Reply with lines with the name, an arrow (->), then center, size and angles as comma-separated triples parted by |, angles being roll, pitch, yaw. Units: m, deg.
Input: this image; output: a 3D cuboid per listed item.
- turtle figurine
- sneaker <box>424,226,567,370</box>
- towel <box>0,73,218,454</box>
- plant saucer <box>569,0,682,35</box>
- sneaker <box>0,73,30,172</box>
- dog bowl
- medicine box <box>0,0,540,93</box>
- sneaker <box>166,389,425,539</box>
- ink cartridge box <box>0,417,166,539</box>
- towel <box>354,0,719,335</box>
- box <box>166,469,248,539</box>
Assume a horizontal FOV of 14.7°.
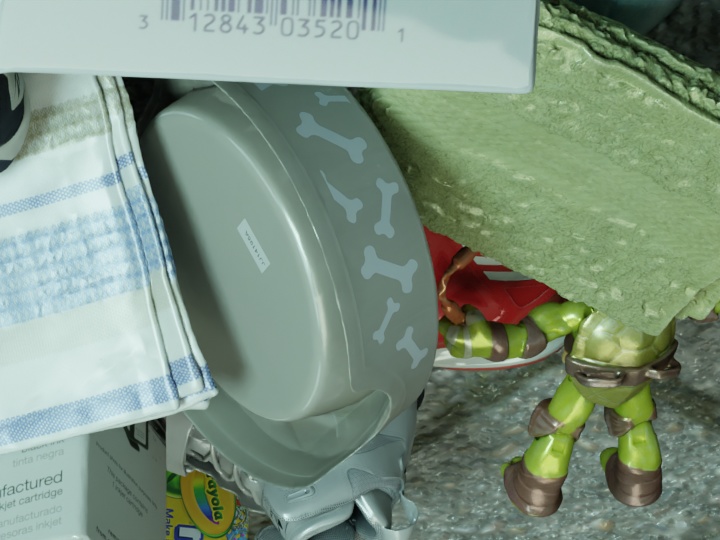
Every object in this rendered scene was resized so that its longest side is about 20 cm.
turtle figurine -> 0.125, 0.038, 1.301 | 0.200, 0.064, 0.162 | -15, 129, -26
sneaker -> 0.000, 0.000, 1.310 | 0.200, 0.078, 0.116 | -15, 135, -4
towel -> -0.153, -0.020, 1.185 | 0.147, 0.200, 0.024 | -16, -178, 15
plant saucer -> 0.052, -0.128, 1.154 | 0.200, 0.039, 0.201 | -2, 143, -1
sneaker -> -0.222, -0.054, 1.082 | 0.199, 0.080, 0.130 | -12, 167, -13
dog bowl -> -0.041, -0.009, 1.192 | 0.059, 0.200, 0.200 | -25, 153, -29
medicine box -> -0.038, -0.138, 0.984 | 0.182, 0.200, 0.103 | 2, 110, -6
sneaker -> -0.064, 0.087, 1.371 | 0.199, 0.115, 0.075 | 1, 143, -5
ink cartridge box -> -0.169, 0.074, 1.275 | 0.146, 0.200, 0.084 | -18, 140, 17
towel -> 0.093, -0.049, 1.179 | 0.200, 0.037, 0.148 | 23, 138, -16
box -> -0.164, 0.191, 1.418 | 0.192, 0.200, 0.122 | 7, 154, -15
